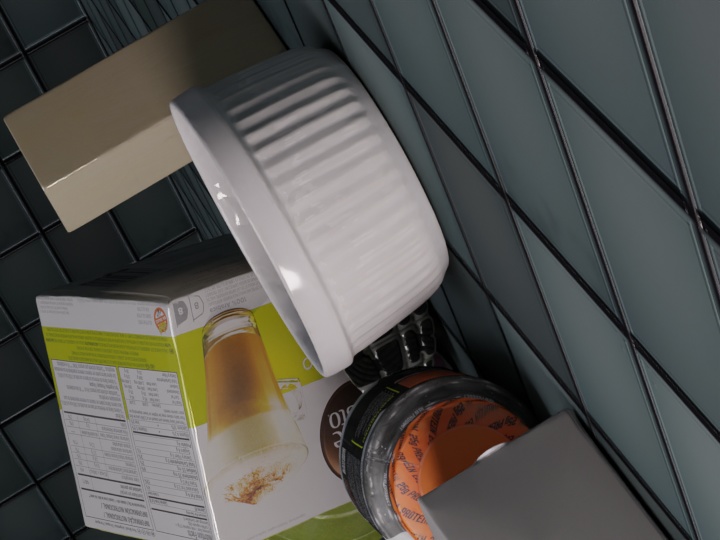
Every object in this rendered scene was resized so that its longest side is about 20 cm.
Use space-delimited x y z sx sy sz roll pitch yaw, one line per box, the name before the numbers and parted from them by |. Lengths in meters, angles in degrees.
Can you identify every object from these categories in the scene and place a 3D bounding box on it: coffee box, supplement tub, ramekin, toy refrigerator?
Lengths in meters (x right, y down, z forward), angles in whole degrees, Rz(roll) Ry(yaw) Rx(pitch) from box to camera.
coffee box | -0.104 0.090 1.617 0.199 0.199 0.200 1 106 52
supplement tub | 0.054 0.127 1.347 0.123 0.122 0.200 60 175 -4
ramekin | -0.027 -0.045 1.305 0.201 0.104 0.200 59 174 9
toy refrigerator | -0.149 -0.117 1.505 0.076 0.199 0.070 55 173 30

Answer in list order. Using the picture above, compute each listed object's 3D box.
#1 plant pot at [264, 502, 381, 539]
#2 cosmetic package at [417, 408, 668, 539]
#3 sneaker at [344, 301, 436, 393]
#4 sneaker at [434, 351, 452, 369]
plant pot | -0.035 0.129 1.898 0.201 0.199 0.191 57 162 27
cosmetic package | 0.125 0.184 1.126 0.200 0.106 0.091 56 173 45
sneaker | 0.000 0.000 1.516 0.085 0.076 0.202 -61 -52 -84
sneaker | 0.075 0.153 1.551 0.201 0.080 0.089 63 -178 16
